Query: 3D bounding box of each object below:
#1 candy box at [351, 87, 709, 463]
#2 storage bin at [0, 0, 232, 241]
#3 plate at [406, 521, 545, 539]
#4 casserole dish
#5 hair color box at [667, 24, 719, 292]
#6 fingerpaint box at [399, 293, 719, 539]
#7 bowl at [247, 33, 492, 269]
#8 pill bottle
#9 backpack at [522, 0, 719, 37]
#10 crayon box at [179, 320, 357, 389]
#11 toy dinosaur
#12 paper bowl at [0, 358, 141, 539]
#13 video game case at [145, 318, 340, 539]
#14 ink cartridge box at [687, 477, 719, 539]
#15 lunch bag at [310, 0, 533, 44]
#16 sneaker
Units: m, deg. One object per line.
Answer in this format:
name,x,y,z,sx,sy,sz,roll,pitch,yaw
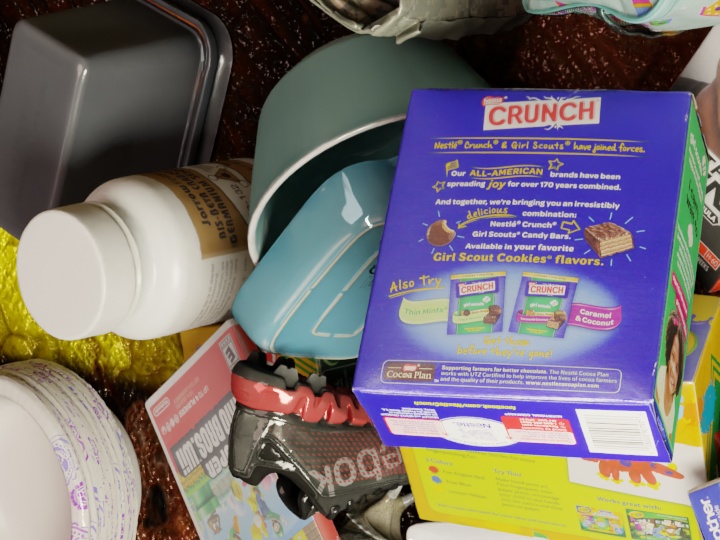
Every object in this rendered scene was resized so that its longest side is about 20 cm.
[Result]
candy box,0.099,-0.001,1.158,0.167,0.077,0.202,2,60,18
storage bin,-0.204,-0.110,1.545,0.145,0.134,0.202,32,117,32
plate,0.130,0.256,1.368,0.198,0.032,0.202,-11,91,41
casserole dish,0.000,0.000,1.327,0.200,0.120,0.039,-50,48,39
hair color box,0.239,-0.095,1.212,0.102,0.061,0.201,48,125,24
fingerpaint box,0.122,0.085,1.251,0.198,0.074,0.168,6,136,24
bowl,0.012,-0.079,1.347,0.201,0.200,0.106,-46,48,37
pill bottle,-0.139,-0.013,1.464,0.114,0.199,0.116,9,105,38
backpack,0.157,-0.220,1.160,0.200,0.152,0.178,19,106,58
crayon box,-0.066,0.096,1.503,0.199,0.050,0.128,-9,92,53
toy dinosaur,0.003,0.237,1.475,0.102,0.077,0.202,-4,93,49
paper bowl,-0.254,0.172,1.665,0.199,0.104,0.203,9,104,40
video game case,-0.082,0.153,1.482,0.143,0.017,0.201,-43,66,47
ink cartridge box,0.281,0.126,1.171,0.199,0.136,0.077,-26,79,41
lunch bag,0.017,-0.231,1.309,0.117,0.163,0.201,-31,78,34
sneaker,-0.005,0.122,1.382,0.071,0.199,0.099,21,95,61
